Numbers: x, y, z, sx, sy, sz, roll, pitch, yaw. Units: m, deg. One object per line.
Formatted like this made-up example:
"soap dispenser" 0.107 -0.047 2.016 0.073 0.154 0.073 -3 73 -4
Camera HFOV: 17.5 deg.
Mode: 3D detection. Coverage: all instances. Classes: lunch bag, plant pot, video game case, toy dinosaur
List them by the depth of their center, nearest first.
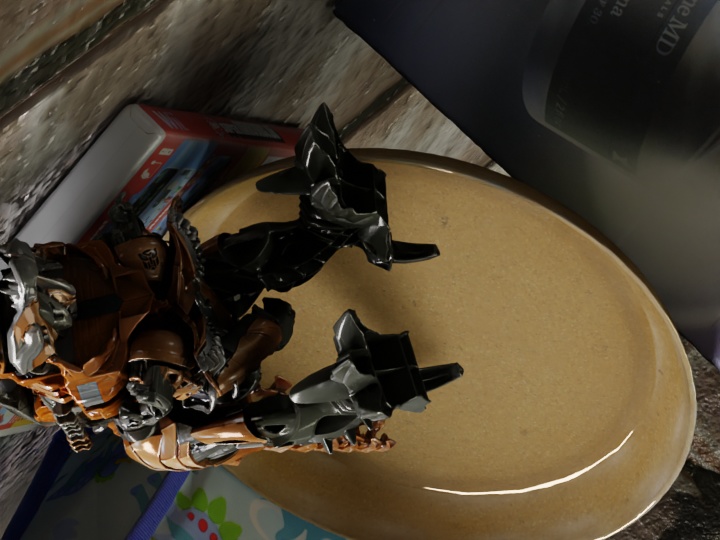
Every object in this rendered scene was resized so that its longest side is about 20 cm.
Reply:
"toy dinosaur" -0.048 0.021 0.753 0.136 0.102 0.200 -25 171 24
"plant pot" 0.021 0.029 0.828 0.200 0.200 0.028 -57 -171 46
"video game case" -0.087 0.003 0.837 0.143 0.017 0.200 -48 170 11
"lunch bag" -0.065 0.162 0.906 0.127 0.170 0.200 -29 -156 29

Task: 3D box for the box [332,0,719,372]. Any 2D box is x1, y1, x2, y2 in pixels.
"box" 0.137 -0.102 0.834 0.200 0.198 0.123 -50 169 16
